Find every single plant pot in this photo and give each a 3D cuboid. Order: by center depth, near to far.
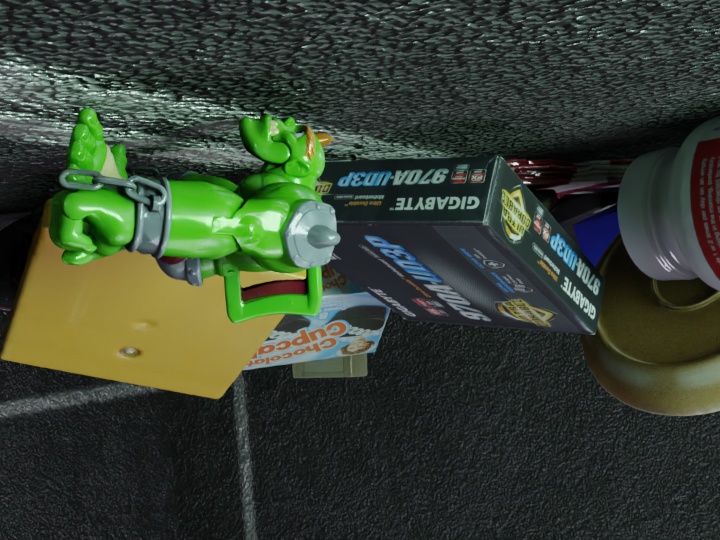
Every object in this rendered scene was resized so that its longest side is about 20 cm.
[{"bbox_3d":[0.234,0.006,0.695,0.200,0.201,0.027,-7,140,48],"label":"plant pot"}]

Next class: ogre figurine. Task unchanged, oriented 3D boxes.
[{"bbox_3d":[-0.074,-0.026,0.492,0.119,0.099,0.200,7,165,-7],"label":"ogre figurine"}]

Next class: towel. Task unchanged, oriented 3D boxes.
[{"bbox_3d":[0.169,-0.075,0.811,0.199,0.023,0.144,-3,180,-9],"label":"towel"}]

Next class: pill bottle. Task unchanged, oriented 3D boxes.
[{"bbox_3d":[0.256,-0.043,0.585,0.112,0.113,0.200,-4,178,-38],"label":"pill bottle"}]

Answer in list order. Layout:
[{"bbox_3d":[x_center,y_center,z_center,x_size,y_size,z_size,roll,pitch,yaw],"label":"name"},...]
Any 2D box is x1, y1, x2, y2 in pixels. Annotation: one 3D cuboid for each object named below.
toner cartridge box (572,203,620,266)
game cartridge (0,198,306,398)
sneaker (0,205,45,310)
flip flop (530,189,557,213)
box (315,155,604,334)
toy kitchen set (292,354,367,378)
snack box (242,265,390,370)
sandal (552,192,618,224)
[{"bbox_3d":[0.262,-0.047,0.882,0.095,0.043,0.200,-16,-178,30],"label":"toner cartridge box"},{"bbox_3d":[-0.151,0.025,0.716,0.176,0.033,0.200,14,144,-21],"label":"game cartridge"},{"bbox_3d":[-0.229,-0.023,0.742,0.199,0.076,0.115,-14,169,14],"label":"sneaker"},{"bbox_3d":[0.103,-0.030,0.787,0.081,0.058,0.200,-3,178,-4],"label":"flip flop"},{"bbox_3d":[0.057,-0.013,0.681,0.158,0.046,0.200,3,160,33],"label":"box"},{"bbox_3d":[-0.035,0.039,1.249,0.163,0.181,0.200,-5,174,29],"label":"toy kitchen set"},{"bbox_3d":[-0.076,0.041,0.840,0.199,0.037,0.116,-7,151,-14],"label":"snack box"},{"bbox_3d":[0.161,-0.062,0.922,0.199,0.045,0.075,-19,-169,-2],"label":"sandal"}]
